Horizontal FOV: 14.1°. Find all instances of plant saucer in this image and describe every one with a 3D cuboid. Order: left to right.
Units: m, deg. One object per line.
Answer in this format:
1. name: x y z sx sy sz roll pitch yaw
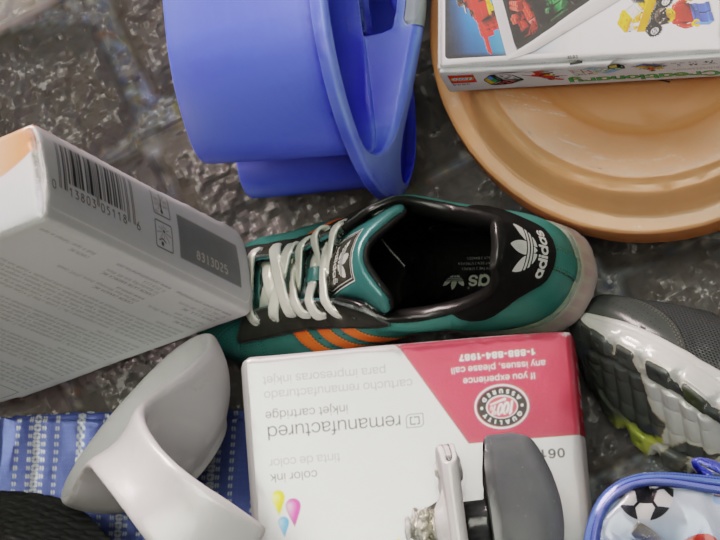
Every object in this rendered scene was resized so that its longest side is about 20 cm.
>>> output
1. plant saucer: 0.128 -0.112 1.296 0.200 0.032 0.201 -3 77 13

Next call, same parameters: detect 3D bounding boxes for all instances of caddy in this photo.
1. caddy: -0.021 -0.125 1.313 0.105 0.141 0.200 -11 75 15

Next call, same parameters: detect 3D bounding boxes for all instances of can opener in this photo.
1. can opener: 0.055 0.165 1.175 0.066 0.053 0.200 -4 81 -1

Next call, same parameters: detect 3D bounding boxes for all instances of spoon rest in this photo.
1. spoon rest: -0.088 0.077 1.240 0.061 0.200 0.099 43 91 -18

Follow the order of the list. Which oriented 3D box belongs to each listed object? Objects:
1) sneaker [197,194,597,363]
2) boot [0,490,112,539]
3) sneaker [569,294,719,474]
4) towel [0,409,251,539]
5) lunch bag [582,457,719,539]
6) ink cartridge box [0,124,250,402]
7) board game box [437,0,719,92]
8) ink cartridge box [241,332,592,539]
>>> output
1. sneaker: 0.000 0.000 1.292 0.200 0.080 0.071 -9 71 29
2. boot: -0.134 0.177 1.286 0.200 0.070 0.132 16 108 38
3. sneaker: 0.187 0.052 1.268 0.200 0.075 0.085 24 58 23
4. towel: -0.074 0.135 1.328 0.200 0.024 0.145 -1 79 14
5. lunch bag: 0.174 0.155 1.165 0.200 0.076 0.160 5 78 3
6. ink cartridge box: -0.173 0.009 1.284 0.200 0.162 0.050 -17 66 26
7. board game box: 0.098 -0.181 1.284 0.126 0.035 0.200 -2 76 12
8. ink cartridge box: 0.029 0.133 1.250 0.147 0.086 0.200 -5 79 1
